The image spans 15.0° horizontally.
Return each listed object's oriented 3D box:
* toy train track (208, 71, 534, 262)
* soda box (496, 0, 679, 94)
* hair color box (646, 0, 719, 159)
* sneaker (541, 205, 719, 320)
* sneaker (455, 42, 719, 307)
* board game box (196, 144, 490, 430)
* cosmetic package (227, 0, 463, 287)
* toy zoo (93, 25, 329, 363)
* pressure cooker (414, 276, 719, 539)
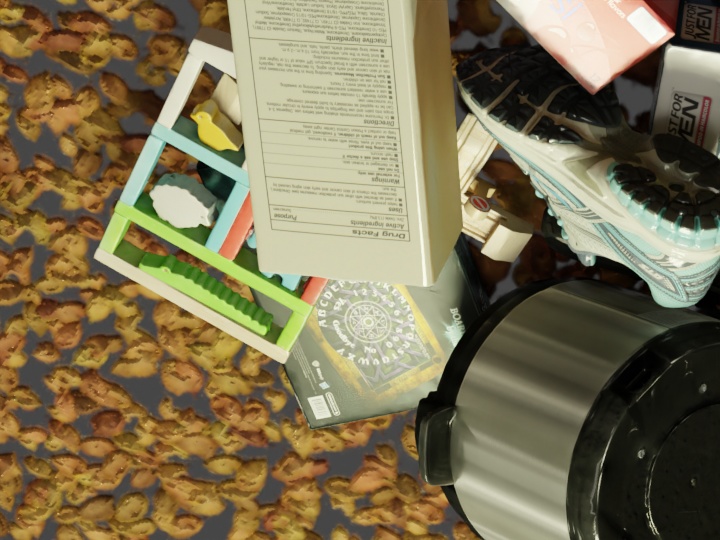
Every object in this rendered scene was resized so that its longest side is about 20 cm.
[{"bbox_3d":[0.005,-0.055,1.553,0.200,0.033,0.115,28,125,-8],"label":"toy train track"},{"bbox_3d":[0.083,-0.191,1.452,0.063,0.070,0.200,-35,113,30],"label":"soda box"},{"bbox_3d":[0.261,-0.083,1.503,0.200,0.061,0.100,9,126,4],"label":"hair color box"},{"bbox_3d":[0.202,0.002,1.570,0.199,0.076,0.088,6,132,6],"label":"sneaker"},{"bbox_3d":[0.120,-0.049,1.496,0.200,0.078,0.086,42,142,34],"label":"sneaker"},{"bbox_3d":[0.000,0.000,1.630,0.135,0.028,0.200,-11,122,17],"label":"board game box"},{"bbox_3d":[-0.007,-0.097,1.444,0.105,0.071,0.200,6,122,17],"label":"cosmetic package"},{"bbox_3d":[-0.060,-0.052,1.547,0.131,0.020,0.200,29,125,0],"label":"toy zoo"},{"bbox_3d":[0.141,0.094,1.563,0.176,0.179,0.200,44,167,-34],"label":"pressure cooker"}]
